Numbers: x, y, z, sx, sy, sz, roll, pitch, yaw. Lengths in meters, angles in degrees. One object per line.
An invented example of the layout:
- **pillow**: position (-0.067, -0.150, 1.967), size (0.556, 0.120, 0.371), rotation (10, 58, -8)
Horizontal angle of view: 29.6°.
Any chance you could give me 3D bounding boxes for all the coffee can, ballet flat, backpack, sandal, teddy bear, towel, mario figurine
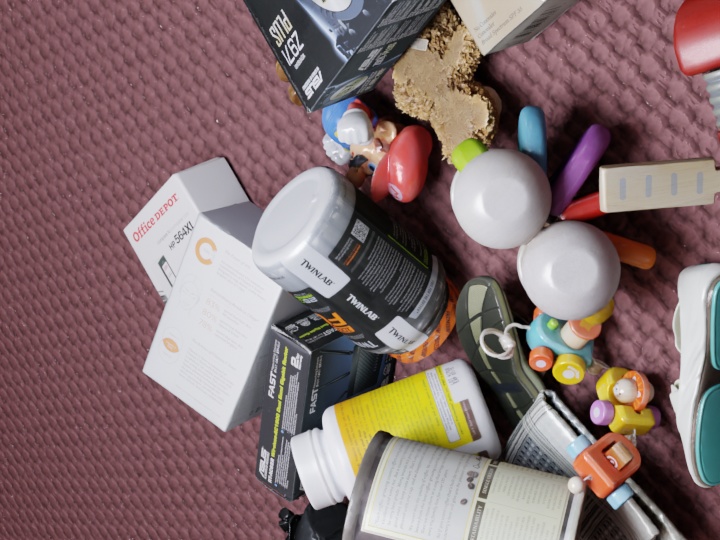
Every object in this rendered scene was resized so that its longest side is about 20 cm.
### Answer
- **coffee can**: position (0.095, 0.239, 1.240), size (0.198, 0.147, 0.148), rotation (12, 118, 13)
- **ballet flat**: position (0.302, 0.087, 1.195), size (0.069, 0.069, 0.202), rotation (13, 111, 40)
- **backpack**: position (-0.045, 0.387, 1.600), size (0.201, 0.126, 0.168), rotation (-62, 39, 35)
- **sandal**: position (0.155, 0.089, 1.340), size (0.080, 0.057, 0.202), rotation (3, 127, 55)
- **teddy bear**: position (0.076, -0.198, 1.296), size (0.200, 0.066, 0.146), rotation (45, 124, 30)
- **towel**: position (0.212, 0.232, 1.315), size (0.200, 0.034, 0.193), rotation (48, 151, 17)
- **mario figurine**: position (-0.016, -0.134, 1.366), size (0.200, 0.123, 0.106), rotation (46, 120, 26)

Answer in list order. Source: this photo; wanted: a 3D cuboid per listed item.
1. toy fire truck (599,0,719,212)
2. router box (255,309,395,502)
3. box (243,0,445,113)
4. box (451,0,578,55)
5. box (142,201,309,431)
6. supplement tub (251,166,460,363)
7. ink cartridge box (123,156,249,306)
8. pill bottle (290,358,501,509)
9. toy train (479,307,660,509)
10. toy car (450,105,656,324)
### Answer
- **toy fire truck**: position (0.271, -0.123, 1.028), size (0.128, 0.199, 0.178), rotation (-12, 99, 45)
- **router box**: position (-0.034, 0.130, 1.468), size (0.062, 0.149, 0.202), rotation (29, 126, 33)
- **box**: position (-0.018, -0.268, 1.235), size (0.165, 0.086, 0.200), rotation (60, 147, 9)
- **box**: position (0.107, -0.303, 1.199), size (0.095, 0.077, 0.201), rotation (-39, 79, 47)
- **box**: position (-0.132, 0.047, 1.459), size (0.124, 0.097, 0.201), rotation (33, 115, 21)
- **supplement tub**: position (0.000, 0.000, 1.346), size (0.200, 0.123, 0.122), rotation (38, 145, -28)
- **ink cartridge box**: position (-0.173, -0.007, 1.593), size (0.146, 0.084, 0.201), rotation (-39, 80, 45)
- **pill bottle**: position (0.034, 0.171, 1.379), size (0.198, 0.109, 0.110), rotation (-20, 90, 2)
- **toy train**: position (0.205, 0.108, 1.230), size (0.201, 0.150, 0.056), rotation (54, 134, 18)
- **toy car**: position (0.174, -0.058, 1.192), size (0.150, 0.175, 0.200), rotation (-44, 90, 6)
